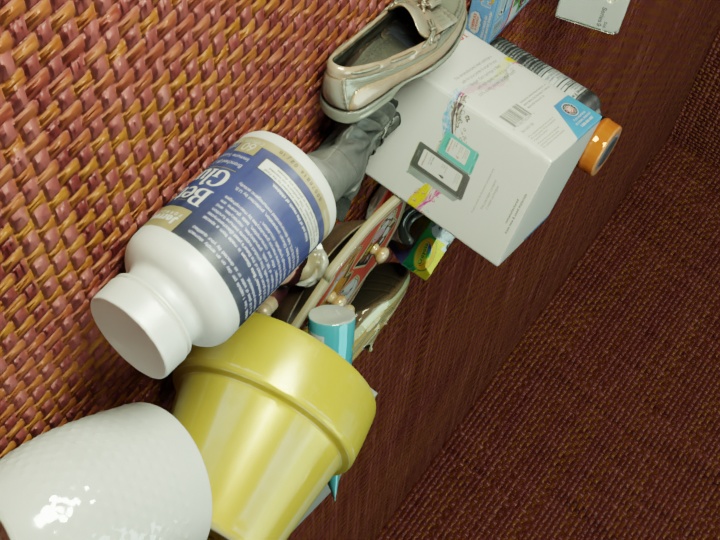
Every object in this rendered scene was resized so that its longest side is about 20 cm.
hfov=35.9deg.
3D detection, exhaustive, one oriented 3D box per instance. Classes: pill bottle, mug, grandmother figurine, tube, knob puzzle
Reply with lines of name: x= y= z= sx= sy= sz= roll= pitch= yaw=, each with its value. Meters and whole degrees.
pill bottle: x=-0.118 y=-0.012 z=0.890 sx=0.200 sy=0.110 sz=0.112 roll=-47 pitch=162 yaw=-31
mug: x=-0.248 y=0.211 z=0.916 sx=0.199 sy=0.150 sz=0.174 roll=-31 pitch=170 yaw=37
grandmother figurine: x=-0.079 y=-0.013 z=1.113 sx=0.122 sy=0.060 sz=0.200 roll=-59 pitch=167 yaw=5
tube: x=-0.034 y=0.139 z=1.188 sx=0.078 sy=0.049 sz=0.204 roll=-114 pitch=-156 yaw=-65
knob puzzle: x=0.000 y=0.000 z=1.246 sx=0.221 sy=0.030 sz=0.220 roll=-51 pitch=170 yaw=-13
pill bottle: x=0.230 y=-0.201 z=1.406 sx=0.107 sy=0.199 sz=0.107 roll=-49 pitch=163 yaw=-20

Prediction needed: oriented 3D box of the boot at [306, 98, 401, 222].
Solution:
boot: x=-0.018 y=-0.125 z=1.072 sx=0.133 sy=0.069 sz=0.200 roll=-58 pitch=176 yaw=2

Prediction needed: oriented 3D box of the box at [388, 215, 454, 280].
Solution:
box: x=0.110 y=-0.097 z=1.425 sx=0.201 sy=0.048 sz=0.117 roll=-55 pitch=-161 yaw=8

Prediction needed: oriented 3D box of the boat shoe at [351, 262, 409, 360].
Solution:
boat shoe: x=-0.003 y=0.073 z=1.452 sx=0.200 sy=0.071 sz=0.077 roll=-42 pitch=130 yaw=-25

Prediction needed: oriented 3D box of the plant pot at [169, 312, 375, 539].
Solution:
plant pot: x=-0.109 y=0.171 z=1.052 sx=0.202 sy=0.198 sz=0.191 roll=95 pitch=21 yaw=-61

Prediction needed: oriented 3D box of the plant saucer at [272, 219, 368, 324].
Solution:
plant saucer: x=-0.046 y=0.019 z=1.315 sx=0.201 sy=0.034 sz=0.201 roll=-50 pitch=164 yaw=-20

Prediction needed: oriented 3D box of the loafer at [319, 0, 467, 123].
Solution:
loafer: x=0.037 y=-0.217 z=1.043 sx=0.200 sy=0.071 sz=0.063 roll=-45 pitch=154 yaw=-27

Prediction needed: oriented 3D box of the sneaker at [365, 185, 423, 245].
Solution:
sneaker: x=0.089 y=-0.118 z=1.360 sx=0.202 sy=0.081 sz=0.077 roll=-57 pitch=164 yaw=2

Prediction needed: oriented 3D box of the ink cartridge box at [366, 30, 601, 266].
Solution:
ink cartridge box: x=0.126 y=-0.141 z=1.209 sx=0.146 sy=0.199 sz=0.147 roll=-37 pitch=158 yaw=-48

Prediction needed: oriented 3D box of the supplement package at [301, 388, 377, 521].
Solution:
supplement package: x=-0.087 y=0.233 z=1.471 sx=0.155 sy=0.110 sz=0.202 roll=-37 pitch=156 yaw=-48

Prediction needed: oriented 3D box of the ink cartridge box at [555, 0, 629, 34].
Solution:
ink cartridge box: x=0.307 y=-0.411 z=1.335 sx=0.146 sy=0.086 sz=0.202 roll=96 pitch=11 yaw=-60

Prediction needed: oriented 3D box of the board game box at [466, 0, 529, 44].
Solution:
board game box: x=0.196 y=-0.371 z=1.271 sx=0.200 sy=0.036 sz=0.152 roll=-47 pitch=162 yaw=-29
